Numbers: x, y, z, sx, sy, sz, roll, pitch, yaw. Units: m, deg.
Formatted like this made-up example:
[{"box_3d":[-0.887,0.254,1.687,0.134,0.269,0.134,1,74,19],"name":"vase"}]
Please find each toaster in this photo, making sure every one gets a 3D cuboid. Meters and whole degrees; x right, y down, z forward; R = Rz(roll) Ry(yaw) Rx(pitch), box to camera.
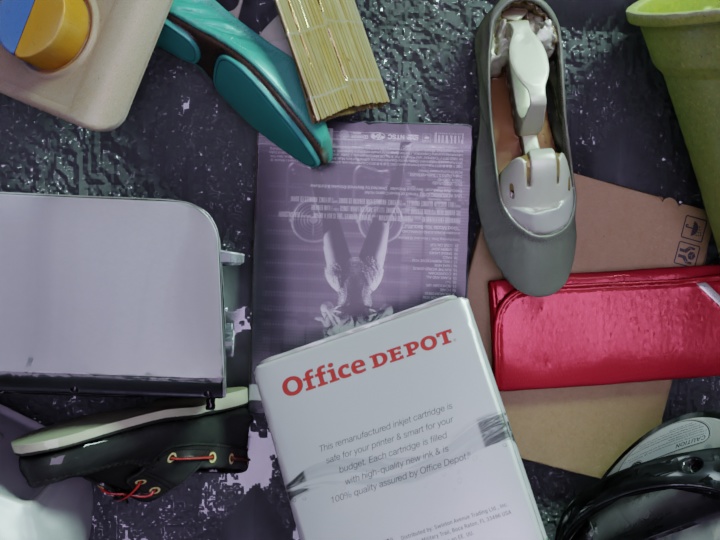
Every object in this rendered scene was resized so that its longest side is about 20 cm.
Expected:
[{"box_3d":[-0.172,0.017,0.792,0.197,0.181,0.120,2,89,-6],"name":"toaster"}]

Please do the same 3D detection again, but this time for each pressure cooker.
[{"box_3d":[0.230,0.189,0.820,0.199,0.179,0.176,38,94,-18],"name":"pressure cooker"}]

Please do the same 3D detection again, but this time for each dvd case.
[{"box_3d":[0.000,0.000,0.875,0.147,0.016,0.203,2,91,4],"name":"dvd case"}]

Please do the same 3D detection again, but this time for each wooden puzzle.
[{"box_3d":[-0.207,-0.205,0.808,0.198,0.046,0.187,23,91,20],"name":"wooden puzzle"}]

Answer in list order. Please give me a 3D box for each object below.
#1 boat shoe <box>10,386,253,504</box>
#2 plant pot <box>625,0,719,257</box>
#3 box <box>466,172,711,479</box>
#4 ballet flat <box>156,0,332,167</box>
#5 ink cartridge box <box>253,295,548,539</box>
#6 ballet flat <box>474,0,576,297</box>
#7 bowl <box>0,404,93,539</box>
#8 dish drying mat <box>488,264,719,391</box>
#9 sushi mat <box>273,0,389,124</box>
[{"box_3d":[-0.132,0.112,0.796,0.073,0.201,0.064,-6,88,28],"name":"boat shoe"},{"box_3d":[0.286,-0.098,0.833,0.198,0.200,0.186,-15,106,-4],"name":"plant pot"},{"box_3d":[0.146,0.035,0.896,0.162,0.021,0.202,15,92,-5],"name":"box"},{"box_3d":[-0.084,-0.153,0.842,0.199,0.067,0.071,37,72,-1],"name":"ballet flat"},{"box_3d":[0.032,0.136,0.806,0.145,0.084,0.202,-18,75,4],"name":"ink cartridge box"},{"box_3d":[0.109,-0.085,0.848,0.067,0.064,0.202,-4,81,-8],"name":"ballet flat"},{"box_3d":[-0.252,0.126,0.773,0.199,0.200,0.075,28,98,-4],"name":"bowl"},{"box_3d":[0.187,0.038,0.880,0.197,0.018,0.078,-4,94,-5],"name":"dish drying mat"},{"box_3d":[-0.037,-0.197,0.836,0.012,0.095,0.202,-18,92,35],"name":"sushi mat"}]
